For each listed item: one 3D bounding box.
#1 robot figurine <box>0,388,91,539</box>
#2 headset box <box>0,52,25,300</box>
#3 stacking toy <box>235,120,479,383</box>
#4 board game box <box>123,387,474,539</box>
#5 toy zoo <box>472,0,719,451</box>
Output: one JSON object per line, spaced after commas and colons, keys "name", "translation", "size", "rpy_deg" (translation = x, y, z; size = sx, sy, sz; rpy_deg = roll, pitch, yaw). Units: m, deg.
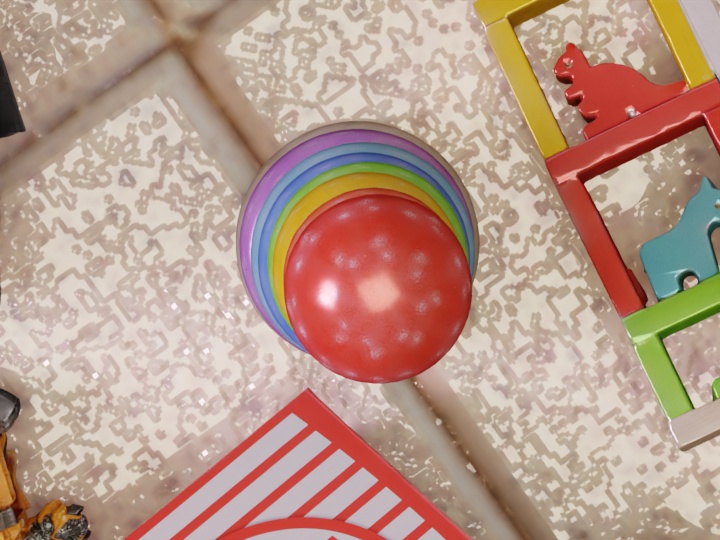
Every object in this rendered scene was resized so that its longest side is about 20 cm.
{"name": "robot figurine", "translation": [-0.190, 0.117, 0.898], "size": [0.199, 0.058, 0.145], "rpy_deg": [-16, 97, 1]}
{"name": "headset box", "translation": [-0.210, -0.046, 0.836], "size": [0.199, 0.077, 0.149], "rpy_deg": [-11, 137, 0]}
{"name": "stacking toy", "translation": [0.000, 0.000, 0.818], "size": [0.085, 0.200, 0.086], "rpy_deg": [0, 96, -1]}
{"name": "board game box", "translation": [-0.039, 0.153, 0.842], "size": [0.200, 0.046, 0.151], "rpy_deg": [-40, 60, -18]}
{"name": "toy zoo", "translation": [0.124, -0.057, 0.881], "size": [0.131, 0.020, 0.200], "rpy_deg": [-26, 78, 6]}
